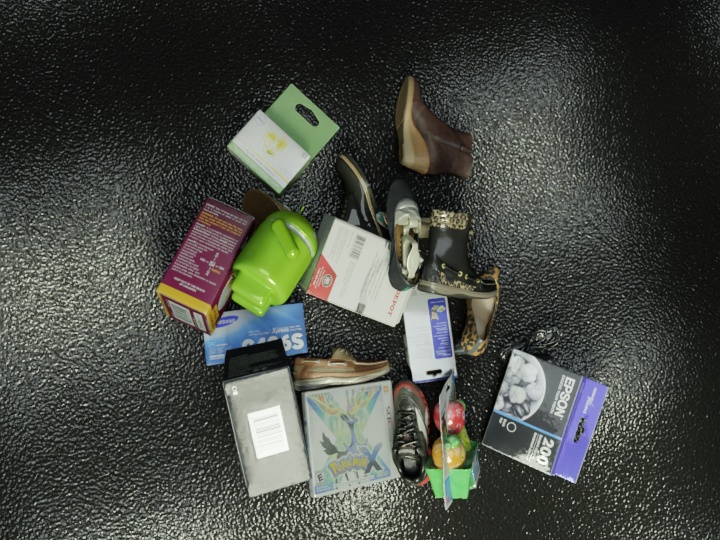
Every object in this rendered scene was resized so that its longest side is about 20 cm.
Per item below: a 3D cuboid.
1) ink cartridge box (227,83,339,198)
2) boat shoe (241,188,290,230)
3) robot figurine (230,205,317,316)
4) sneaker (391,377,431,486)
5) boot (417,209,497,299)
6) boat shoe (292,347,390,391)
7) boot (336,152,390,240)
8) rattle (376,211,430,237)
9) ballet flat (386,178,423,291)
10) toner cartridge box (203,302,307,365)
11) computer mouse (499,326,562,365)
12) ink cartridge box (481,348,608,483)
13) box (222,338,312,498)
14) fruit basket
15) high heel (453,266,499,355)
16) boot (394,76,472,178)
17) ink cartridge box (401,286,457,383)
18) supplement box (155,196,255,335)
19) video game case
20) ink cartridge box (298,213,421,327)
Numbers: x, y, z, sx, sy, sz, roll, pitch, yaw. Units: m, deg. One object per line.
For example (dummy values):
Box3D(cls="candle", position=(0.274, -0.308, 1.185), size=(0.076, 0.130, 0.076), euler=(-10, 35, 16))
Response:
Box3D(cls="ink cartridge box", position=(-0.153, -0.272, 1.300), size=(0.145, 0.048, 0.201), euler=(40, 81, 0))
Box3D(cls="boat shoe", position=(-0.153, -0.083, 1.271), size=(0.200, 0.063, 0.074), euler=(44, 104, 3))
Box3D(cls="robot figurine", position=(-0.152, -0.022, 1.148), size=(0.113, 0.177, 0.203), euler=(28, 62, 6))
Box3D(cls="sneaker", position=(0.095, 0.311, 1.211), size=(0.069, 0.098, 0.208), euler=(-7, 87, 16))
Box3D(cls="boot", position=(0.190, -0.028, 1.192), size=(0.195, 0.072, 0.156), euler=(5, 92, -35))
Box3D(cls="boat shoe", position=(-0.038, 0.185, 1.236), size=(0.193, 0.076, 0.074), euler=(-6, 80, -11))
Box3D(cls="boot", position=(-0.036, -0.118, 1.283), size=(0.136, 0.078, 0.204), euler=(-27, 85, -6))
Box3D(cls="rattle", position=(0.118, -0.043, 1.270), size=(0.195, 0.130, 0.147), euler=(-8, 121, -35))
Box3D(cls="ballet flat", position=(0.086, -0.064, 1.165), size=(0.071, 0.073, 0.207), euler=(0, 93, -8))
Box3D(cls="toner cartridge box", position=(-0.202, 0.123, 1.235), size=(0.193, 0.043, 0.098), euler=(-7, 81, -9))
Box3D(cls="computer mouse", position=(0.378, 0.228, 1.299), size=(0.135, 0.053, 0.205), euler=(-23, 78, 6))
Box3D(cls="ink cartridge box", position=(0.359, 0.283, 1.246), size=(0.195, 0.043, 0.204), euler=(19, 90, 15))
Box3D(cls="box", position=(-0.166, 0.247, 1.121), size=(0.114, 0.200, 0.203), euler=(-12, 100, -10))
Box3D(cls="fruit basket", position=(0.174, 0.304, 1.179), size=(0.091, 0.185, 0.207), euler=(2, 97, 16))
Box3D(cls="high heel", position=(0.248, 0.075, 1.257), size=(0.070, 0.143, 0.204), euler=(27, 79, -3))
Box3D(cls="boot", position=(0.158, -0.299, 1.351), size=(0.161, 0.072, 0.207), euler=(5, 79, -20))
Box3D(cls="ink cartridge box", position=(0.133, 0.119, 1.287), size=(0.096, 0.039, 0.207), euler=(-5, 81, -9))
Box3D(cls="supplement box", position=(-0.277, -0.006, 1.176), size=(0.101, 0.132, 0.204), euler=(22, 67, 2))
Box3D(cls="video game case", position=(-0.015, 0.312, 1.208), size=(0.195, 0.022, 0.189), euler=(-1, 81, -32))
Box3D(cls="ink cartridge box", position=(0.000, 0.000, 1.224), size=(0.196, 0.083, 0.151), euler=(22, 92, -21))
